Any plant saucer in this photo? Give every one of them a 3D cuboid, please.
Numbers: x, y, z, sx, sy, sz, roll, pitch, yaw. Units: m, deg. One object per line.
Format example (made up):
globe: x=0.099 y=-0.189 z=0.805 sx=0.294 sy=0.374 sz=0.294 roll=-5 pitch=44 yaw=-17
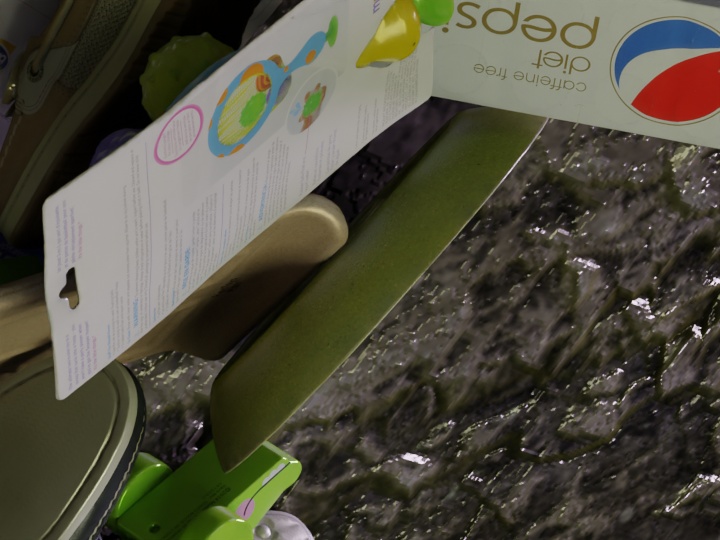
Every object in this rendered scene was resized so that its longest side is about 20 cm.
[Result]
plant saucer: x=0.000 y=0.000 z=1.126 sx=0.200 sy=0.031 sz=0.200 roll=-48 pitch=-178 yaw=2

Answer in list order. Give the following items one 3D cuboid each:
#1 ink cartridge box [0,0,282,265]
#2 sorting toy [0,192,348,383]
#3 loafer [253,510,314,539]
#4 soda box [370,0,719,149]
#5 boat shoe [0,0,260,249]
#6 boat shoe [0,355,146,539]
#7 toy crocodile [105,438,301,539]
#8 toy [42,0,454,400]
ink cartridge box: x=-0.107 y=-0.094 z=1.030 sx=0.200 sy=0.042 sz=0.119 roll=-50 pitch=139 yaw=8
sorting toy: x=-0.124 y=0.019 z=1.069 sx=0.200 sy=0.037 sz=0.185 roll=-14 pitch=167 yaw=-25
loafer: x=-0.110 y=0.170 z=1.255 sx=0.200 sy=0.070 sz=0.070 roll=-24 pitch=170 yaw=-22
soda box: x=0.094 y=-0.101 z=1.074 sx=0.200 sy=0.064 sz=0.068 roll=11 pitch=129 yaw=4
boat shoe: x=-0.083 y=-0.095 z=0.983 sx=0.073 sy=0.063 sz=0.201 roll=-12 pitch=141 yaw=-51
boat shoe: x=-0.139 y=0.113 z=1.078 sx=0.066 sy=0.075 sz=0.199 roll=15 pitch=114 yaw=-53
toy crocodile: x=-0.103 y=0.142 z=1.197 sx=0.200 sy=0.067 sz=0.062 roll=-45 pitch=144 yaw=-29
toy: x=-0.049 y=-0.055 z=0.967 sx=0.200 sy=0.047 sz=0.115 roll=-38 pitch=153 yaw=-27
